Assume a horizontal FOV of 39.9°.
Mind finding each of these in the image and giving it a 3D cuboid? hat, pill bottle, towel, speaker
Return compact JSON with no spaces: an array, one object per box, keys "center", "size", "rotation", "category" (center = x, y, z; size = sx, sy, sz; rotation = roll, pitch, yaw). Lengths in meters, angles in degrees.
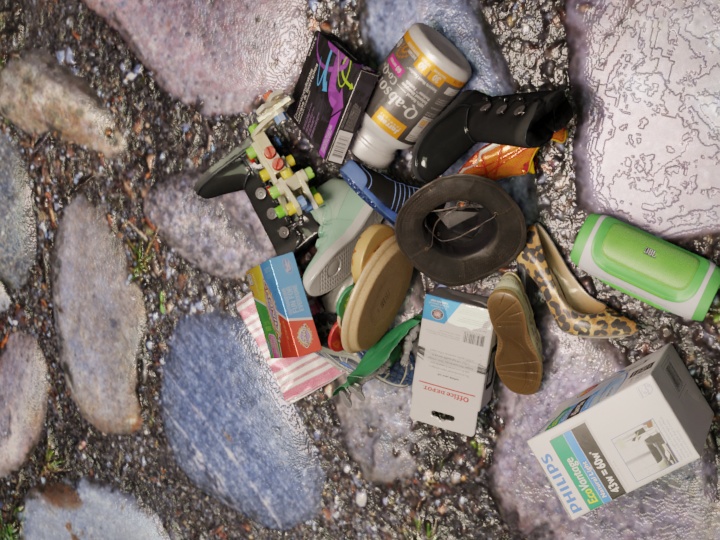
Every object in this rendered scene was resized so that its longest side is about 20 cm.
[{"center":[0.141,-0.076,1.440],"size":[0.197,0.082,0.203],"rotation":[-2,130,-3],"category":"hat"},{"center":[0.063,-0.254,1.470],"size":[0.116,0.116,0.200],"rotation":[46,115,10],"category":"pill bottle"},{"center":[-0.115,0.109,1.673],"size":[0.145,0.030,0.202],"rotation":[-31,86,26],"category":"towel"},{"center":[0.396,-0.006,1.378],"size":[0.198,0.088,0.090],"rotation":[26,110,18],"category":"speaker"}]

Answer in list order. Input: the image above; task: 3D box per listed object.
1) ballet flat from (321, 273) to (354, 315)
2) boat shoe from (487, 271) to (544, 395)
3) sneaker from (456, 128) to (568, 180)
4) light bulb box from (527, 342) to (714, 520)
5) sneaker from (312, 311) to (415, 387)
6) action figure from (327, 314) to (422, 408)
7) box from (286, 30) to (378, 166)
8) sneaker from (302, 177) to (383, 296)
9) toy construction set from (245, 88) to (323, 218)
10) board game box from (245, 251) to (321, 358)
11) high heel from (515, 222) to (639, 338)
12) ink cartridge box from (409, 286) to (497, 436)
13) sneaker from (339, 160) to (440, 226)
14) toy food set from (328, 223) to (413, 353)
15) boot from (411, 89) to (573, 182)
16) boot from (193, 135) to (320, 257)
[{"center":[0.000,0.000,1.584],"size":[0.069,0.069,0.201],"rotation":[44,116,11],"category":"ballet flat"},{"center":[0.235,0.097,1.465],"size":[0.072,0.063,0.202],"rotation":[4,128,23],"category":"boat shoe"},{"center":[0.211,-0.158,1.445],"size":[0.199,0.073,0.078],"rotation":[-34,94,29],"category":"sneaker"},{"center":[0.363,0.219,1.374],"size":[0.199,0.198,0.126],"rotation":[-34,83,25],"category":"light bulb box"},{"center":[-0.002,0.133,1.600],"size":[0.198,0.078,0.085],"rotation":[28,152,-4],"category":"sneaker"},{"center":[0.042,0.129,1.519],"size":[0.055,0.200,0.118],"rotation":[51,145,-5],"category":"action figure"},{"center":[-0.048,-0.264,1.500],"size":[0.145,0.036,0.200],"rotation":[-67,30,20],"category":"box"},{"center":[-0.055,-0.056,1.543],"size":[0.117,0.074,0.201],"rotation":[25,66,27],"category":"sneaker"},{"center":[-0.124,-0.169,1.517],"size":[0.091,0.131,0.203],"rotation":[-15,83,-7],"category":"toy construction set"},{"center":[-0.124,0.059,1.564],"size":[0.040,0.200,0.156],"rotation":[-16,89,-18],"category":"board game box"},{"center":[0.311,0.016,1.427],"size":[0.198,0.071,0.145],"rotation":[14,112,31],"category":"high heel"},{"center":[0.149,0.139,1.532],"size":[0.114,0.068,0.204],"rotation":[13,105,22],"category":"ink cartridge box"},{"center":[0.059,-0.113,1.491],"size":[0.199,0.070,0.078],"rotation":[39,87,-23],"category":"sneaker"},{"center":[0.017,0.034,1.480],"size":[0.048,0.200,0.200],"rotation":[25,91,20],"category":"toy food set"},{"center":[0.177,-0.183,1.373],"size":[0.199,0.066,0.166],"rotation":[19,70,53],"category":"boot"},{"center":[-0.166,-0.100,1.634],"size":[0.164,0.066,0.201],"rotation":[-35,89,28],"category":"boot"}]
